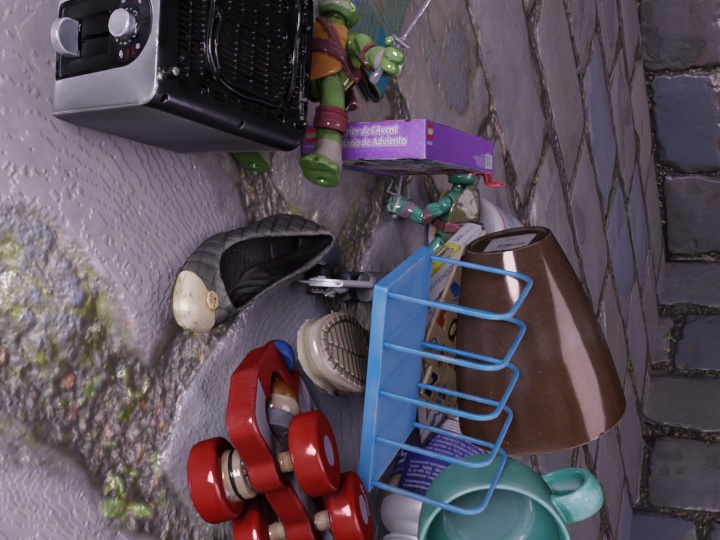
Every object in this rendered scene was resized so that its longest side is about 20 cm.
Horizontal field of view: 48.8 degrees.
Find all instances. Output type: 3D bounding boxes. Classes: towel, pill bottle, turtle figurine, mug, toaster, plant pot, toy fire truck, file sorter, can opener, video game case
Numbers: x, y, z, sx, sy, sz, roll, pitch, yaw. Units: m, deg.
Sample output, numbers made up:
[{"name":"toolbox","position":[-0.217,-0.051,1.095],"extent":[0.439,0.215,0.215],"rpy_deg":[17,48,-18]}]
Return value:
[{"name":"towel","position":[0.013,-0.312,0.897],"extent":[0.147,0.021,0.203],"rpy_deg":[51,45,-52]},{"name":"pill bottle","position":[0.090,0.272,0.956],"extent":[0.120,0.118,0.202],"rpy_deg":[63,39,-42]},{"name":"turtle figurine","position":[0.100,-0.064,0.975],"extent":[0.148,0.100,0.203],"rpy_deg":[0,107,-38]},{"name":"mug","position":[0.150,0.270,0.822],"extent":[0.114,0.181,0.155],"rpy_deg":[-61,153,-80]},{"name":"toaster","position":[-0.113,-0.183,0.554],"extent":[0.199,0.117,0.184],"rpy_deg":[4,88,-62]},{"name":"plant pot","position":[0.178,0.062,0.859],"extent":[0.187,0.184,0.203],"rpy_deg":[-36,117,-56]},{"name":"toy fire truck","position":[-0.066,0.153,0.694],"extent":[0.169,0.110,0.202],"rpy_deg":[-96,166,-53]},{"name":"file sorter","position":[0.083,0.100,0.749],"extent":[0.139,0.121,0.204],"rpy_deg":[-36,133,-63]},{"name":"can opener","position":[0.000,0.000,0.846],"extent":[0.199,0.053,0.068],"rpy_deg":[2,90,-63]},{"name":"turtle figurine","position":[-0.040,-0.186,0.677],"extent":[0.142,0.199,0.197],"rpy_deg":[23,72,-23]},{"name":"pill bottle","position":[0.180,-0.036,1.128],"extent":[0.199,0.107,0.111],"rpy_deg":[16,77,-62]},{"name":"video game case","position":[0.098,0.073,0.915],"extent":[0.180,0.025,0.203],"rpy_deg":[-40,132,-41]}]

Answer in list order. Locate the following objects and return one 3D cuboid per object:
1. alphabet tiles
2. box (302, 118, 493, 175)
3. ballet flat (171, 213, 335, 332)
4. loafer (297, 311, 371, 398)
[{"name":"alphabet tiles","position":[0.124,0.065,0.923],"extent":[0.166,0.006,0.203],"rpy_deg":[42,68,-52]},{"name":"box","position":[0.046,-0.127,0.842],"extent":[0.199,0.135,0.040],"rpy_deg":[-5,96,-62]},{"name":"ballet flat","position":[-0.089,-0.006,0.671],"extent":[0.200,0.056,0.068],"rpy_deg":[-41,125,-55]},{"name":"loafer","position":[-0.021,0.088,0.767],"extent":[0.200,0.067,0.077],"rpy_deg":[32,45,-68]}]
